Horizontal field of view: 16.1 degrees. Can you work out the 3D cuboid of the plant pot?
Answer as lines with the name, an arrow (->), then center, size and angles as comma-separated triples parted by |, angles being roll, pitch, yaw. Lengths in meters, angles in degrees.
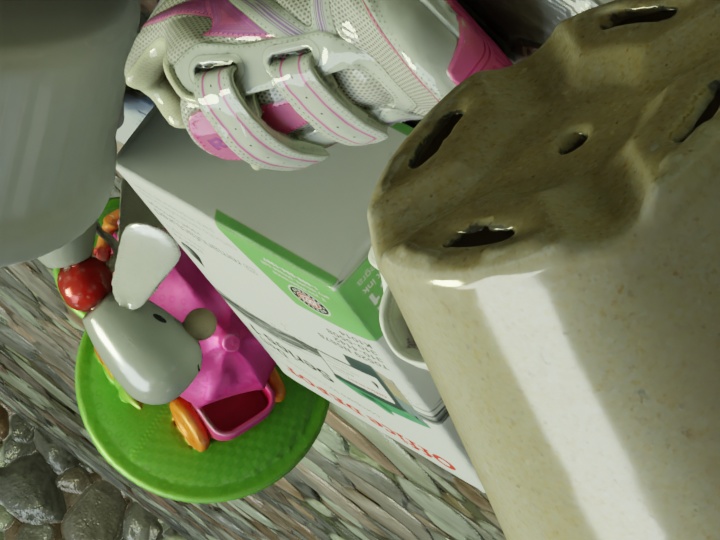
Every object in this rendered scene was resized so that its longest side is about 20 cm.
plant pot -> 0.101, 0.025, 0.773 | 0.200, 0.200, 0.184 | 18, 146, 58

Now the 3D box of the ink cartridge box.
ink cartridge box -> 0.000, 0.000, 1.157 | 0.146, 0.084, 0.200 | 29, 164, 36

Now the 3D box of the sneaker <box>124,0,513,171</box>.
sneaker -> -0.018, -0.072, 0.931 | 0.081, 0.088, 0.200 | 44, 166, -29

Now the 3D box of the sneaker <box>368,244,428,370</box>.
sneaker -> 0.045, 0.004, 1.010 | 0.075, 0.100, 0.200 | 29, 167, 25

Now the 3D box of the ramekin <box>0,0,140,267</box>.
ramekin -> -0.187, -0.098, 1.053 | 0.200, 0.200, 0.098 | 34, 125, 17

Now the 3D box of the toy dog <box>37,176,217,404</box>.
toy dog -> -0.124, -0.042, 1.216 | 0.200, 0.096, 0.132 | 55, -176, -36

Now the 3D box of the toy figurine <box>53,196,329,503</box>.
toy figurine -> -0.097, 0.016, 1.410 | 0.200, 0.150, 0.184 | 55, 165, 11

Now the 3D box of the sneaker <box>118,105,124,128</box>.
sneaker -> -0.216, -0.099, 1.302 | 0.200, 0.112, 0.078 | 27, 137, 38

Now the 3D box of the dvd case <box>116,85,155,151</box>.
dvd case -> -0.130, -0.082, 1.381 | 0.200, 0.018, 0.143 | 28, 164, 37
